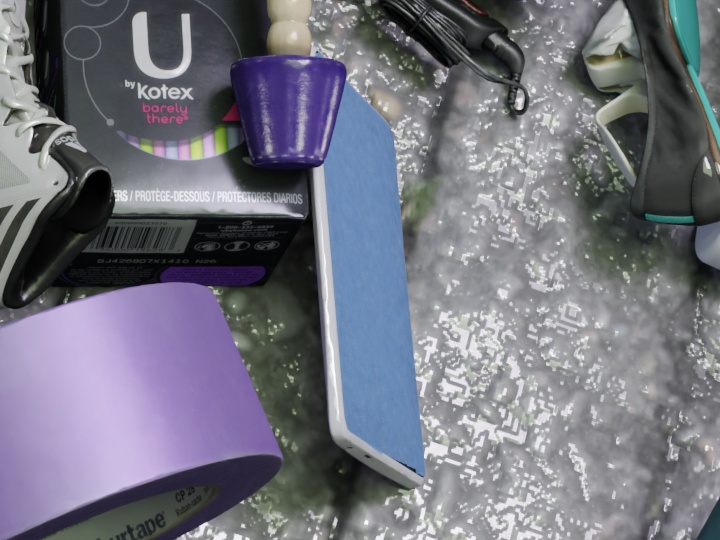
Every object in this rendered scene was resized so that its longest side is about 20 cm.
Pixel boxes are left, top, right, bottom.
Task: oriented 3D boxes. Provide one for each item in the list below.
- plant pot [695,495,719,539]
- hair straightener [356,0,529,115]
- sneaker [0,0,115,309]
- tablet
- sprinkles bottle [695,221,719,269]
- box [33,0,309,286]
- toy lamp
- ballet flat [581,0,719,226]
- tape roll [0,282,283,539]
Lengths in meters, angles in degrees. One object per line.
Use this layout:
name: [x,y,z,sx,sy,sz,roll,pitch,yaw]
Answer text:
plant pot: [0.216,0.166,1.073,0.141,0.200,0.142,35,66,1]
hair straightener: [0.013,-0.148,1.212,0.200,0.041,0.077,42,32,-6]
sneaker: [-0.154,-0.077,1.040,0.115,0.076,0.202,10,86,24]
tablet: [0.000,0.000,1.125,0.014,0.130,0.202,-11,70,17]
sprinkles bottle: [0.284,-0.001,1.223,0.199,0.068,0.069,22,67,-6]
box: [-0.099,-0.102,1.137,0.121,0.106,0.202,0,70,-15]
toy lamp: [-0.035,-0.149,1.067,0.058,0.058,0.202,-1,85,-15]
ballet flat: [0.157,-0.105,1.218,0.068,0.068,0.201,-14,47,12]
tape roll: [-0.141,0.087,1.008,0.199,0.200,0.085,-20,76,-20]
